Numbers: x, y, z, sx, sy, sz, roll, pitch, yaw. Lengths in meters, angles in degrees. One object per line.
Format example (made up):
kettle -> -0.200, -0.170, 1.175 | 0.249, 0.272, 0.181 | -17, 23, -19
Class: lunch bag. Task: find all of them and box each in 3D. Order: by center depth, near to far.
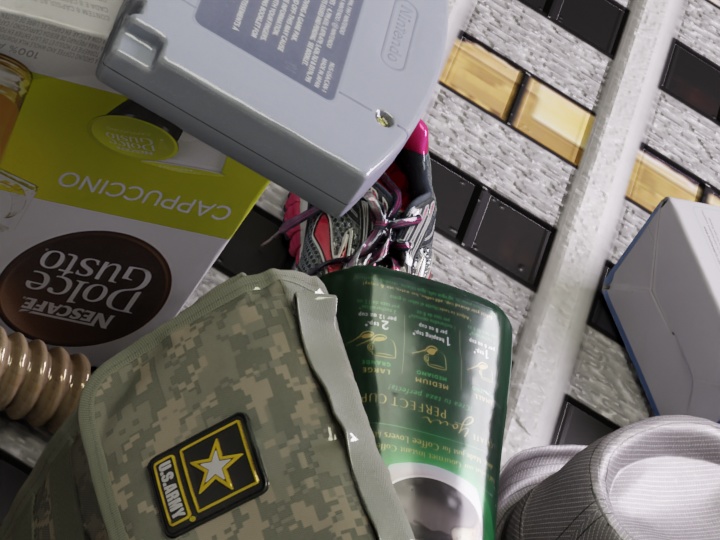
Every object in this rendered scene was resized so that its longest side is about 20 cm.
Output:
lunch bag -> -0.054, 0.117, 1.109 | 0.117, 0.200, 0.165 | 7, 45, -33

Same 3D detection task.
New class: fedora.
fedora -> 0.156, 0.132, 1.350 | 0.199, 0.090, 0.177 | 10, 43, -30

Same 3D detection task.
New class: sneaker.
sneaker -> 0.000, 0.000, 1.387 | 0.080, 0.075, 0.201 | 19, 40, -22

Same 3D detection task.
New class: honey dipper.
honey dipper -> -0.081, 0.073, 1.279 | 0.199, 0.038, 0.038 | 22, 38, -25

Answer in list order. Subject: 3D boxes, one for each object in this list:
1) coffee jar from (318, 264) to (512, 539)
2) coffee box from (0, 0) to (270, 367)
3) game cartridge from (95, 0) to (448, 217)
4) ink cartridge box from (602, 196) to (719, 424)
coffee jar -> 0.012, 0.105, 1.236 | 0.104, 0.085, 0.201 | 17, 56, -22
coffee box -> -0.157, -0.103, 1.272 | 0.199, 0.198, 0.201 | 14, 43, -28
game cartridge -> -0.029, -0.109, 1.191 | 0.133, 0.042, 0.200 | 33, 37, -14
ink cartridge box -> 0.245, 0.046, 1.528 | 0.199, 0.076, 0.137 | 8, 45, -30
